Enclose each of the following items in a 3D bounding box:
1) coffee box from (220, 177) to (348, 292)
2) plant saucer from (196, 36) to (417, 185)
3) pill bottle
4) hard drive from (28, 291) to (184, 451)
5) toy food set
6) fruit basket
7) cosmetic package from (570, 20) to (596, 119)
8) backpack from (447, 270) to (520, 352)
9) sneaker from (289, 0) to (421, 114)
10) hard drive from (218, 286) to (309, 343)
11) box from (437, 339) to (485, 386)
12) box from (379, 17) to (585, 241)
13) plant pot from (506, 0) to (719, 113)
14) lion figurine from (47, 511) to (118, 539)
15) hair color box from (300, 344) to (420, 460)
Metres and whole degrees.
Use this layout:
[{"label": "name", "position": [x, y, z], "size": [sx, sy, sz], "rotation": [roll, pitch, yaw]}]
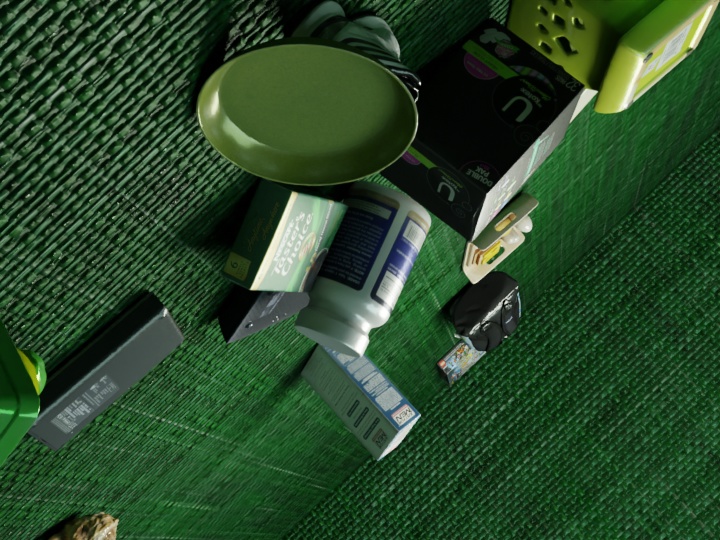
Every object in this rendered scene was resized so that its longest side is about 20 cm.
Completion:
[{"label": "coffee box", "position": [-0.084, -0.036, 1.529], "size": [0.124, 0.044, 0.200], "rotation": [-65, 163, 4]}, {"label": "plant saucer", "position": [-0.048, -0.147, 1.197], "size": [0.198, 0.031, 0.201], "rotation": [1, 148, 0]}, {"label": "pill bottle", "position": [0.000, 0.000, 1.663], "size": [0.116, 0.115, 0.201], "rotation": [76, 38, -74]}, {"label": "hard drive", "position": [-0.289, 0.116, 1.495], "size": [0.200, 0.033, 0.140], "rotation": [-41, 166, -10]}, {"label": "toy food set", "position": [0.265, -0.054, 2.485], "size": [0.143, 0.060, 0.200], "rotation": [-41, 165, -13]}, {"label": "fruit basket", "position": [-0.348, 0.129, 1.177], "size": [0.214, 0.156, 0.216], "rotation": [-25, 149, -17]}, {"label": "cosmetic package", "position": [0.274, -0.272, 1.790], "size": [0.200, 0.104, 0.073], "rotation": [-48, 166, 23]}, {"label": "backpack", "position": [0.262, 0.092, 2.777], "size": [0.163, 0.154, 0.200], "rotation": [-45, 144, -3]}, {"label": "sneaker", "position": [0.013, -0.188, 1.280], "size": [0.076, 0.115, 0.200], "rotation": [-47, 166, 16]}, {"label": "hard drive", "position": [-0.095, 0.017, 1.728], "size": [0.200, 0.042, 0.135], "rotation": [-24, 157, -51]}, {"label": "box", "position": [0.253, 0.211, 3.271], "size": [0.136, 0.038, 0.200], "rotation": [-42, 166, -5]}, {"label": "box", "position": [0.143, -0.167, 1.582], "size": [0.200, 0.148, 0.125], "rotation": [-46, 166, -22]}, {"label": "plant pot", "position": [0.311, -0.321, 1.591], "size": [0.199, 0.182, 0.200], "rotation": [-39, 165, -14]}, {"label": "lion figurine", "position": [-0.443, 0.419, 1.915], "size": [0.199, 0.073, 0.122], "rotation": [-34, 178, 21]}, {"label": "hair color box", "position": [-0.002, 0.206, 2.210], "size": [0.060, 0.200, 0.100], "rotation": [-31, 162, -39]}]
